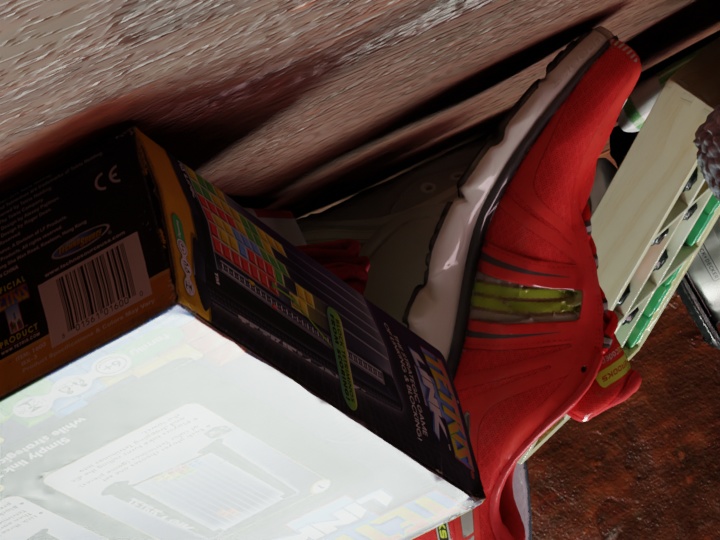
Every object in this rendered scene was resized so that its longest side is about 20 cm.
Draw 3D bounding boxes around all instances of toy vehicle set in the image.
[{"bbox_3d":[0.124,-0.019,1.138,0.124,0.027,0.200,-38,160,-51],"label":"toy vehicle set"}]

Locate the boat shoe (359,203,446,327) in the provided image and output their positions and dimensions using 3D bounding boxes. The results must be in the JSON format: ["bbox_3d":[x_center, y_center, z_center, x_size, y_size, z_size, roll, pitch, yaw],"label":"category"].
[{"bbox_3d":[-0.014,0.066,1.025,0.202,0.072,0.060,-48,139,-10],"label":"boat shoe"}]

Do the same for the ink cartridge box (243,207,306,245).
[{"bbox_3d":[-0.107,0.058,0.933,0.200,0.084,0.144,-26,176,9],"label":"ink cartridge box"}]

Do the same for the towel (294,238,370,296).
[{"bbox_3d":[-0.084,0.062,0.805,0.144,0.023,0.200,-6,145,-22],"label":"towel"}]

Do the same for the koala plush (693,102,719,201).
[{"bbox_3d":[0.263,-0.043,1.008,0.177,0.200,0.184,-47,172,25],"label":"koala plush"}]

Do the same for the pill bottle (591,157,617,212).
[{"bbox_3d":[0.060,0.020,1.426,0.200,0.112,0.112,-29,176,16],"label":"pill bottle"}]

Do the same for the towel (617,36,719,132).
[{"bbox_3d":[0.219,-0.119,1.269,0.200,0.023,0.153,-27,176,17],"label":"towel"}]

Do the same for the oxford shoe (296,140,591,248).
[{"bbox_3d":[0.000,0.000,1.088,0.200,0.075,0.058,-24,-151,-22],"label":"oxford shoe"}]

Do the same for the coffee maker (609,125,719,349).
[{"bbox_3d":[0.240,-0.075,1.409,0.200,0.135,0.192,-27,-141,11],"label":"coffee maker"}]

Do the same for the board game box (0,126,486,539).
[{"bbox_3d":[-0.092,0.058,0.721,0.200,0.057,0.165,-27,149,17],"label":"board game box"}]

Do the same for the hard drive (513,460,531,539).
[{"bbox_3d":[0.009,0.073,1.190,0.135,0.200,0.042,-25,-142,-12],"label":"hard drive"}]

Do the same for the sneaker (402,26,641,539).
[{"bbox_3d":[0.063,0.013,0.943,0.077,0.085,0.200,-32,145,-78],"label":"sneaker"}]
